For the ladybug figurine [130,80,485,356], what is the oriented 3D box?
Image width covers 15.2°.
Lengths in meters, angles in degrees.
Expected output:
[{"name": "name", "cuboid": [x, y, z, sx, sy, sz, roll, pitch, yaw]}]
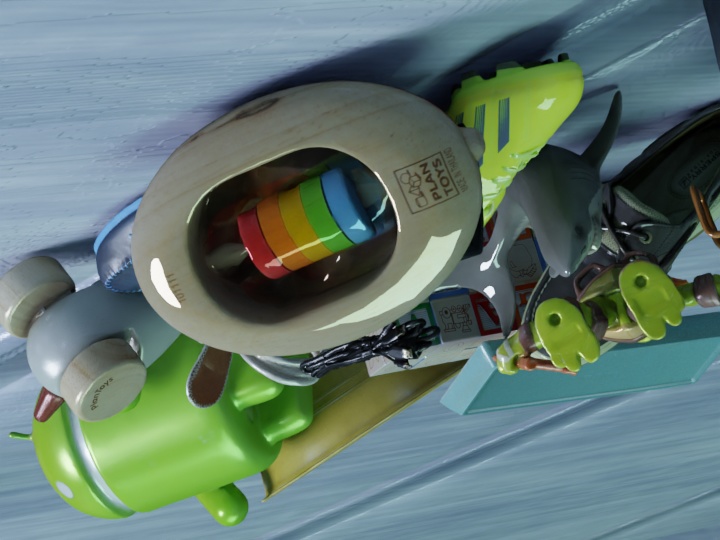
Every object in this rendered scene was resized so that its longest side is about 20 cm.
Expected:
[{"name": "ladybug figurine", "cuboid": [-0.023, -0.032, 1.392, 0.199, 0.137, 0.072, -19, -164, 19]}]

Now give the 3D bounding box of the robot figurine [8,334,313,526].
[{"name": "robot figurine", "cuboid": [-0.131, 0.095, 1.789, 0.199, 0.116, 0.176, -20, 141, 18]}]

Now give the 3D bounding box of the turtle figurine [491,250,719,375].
[{"name": "turtle figurine", "cuboid": [0.161, 0.020, 1.530, 0.198, 0.065, 0.161, -9, 176, 12]}]

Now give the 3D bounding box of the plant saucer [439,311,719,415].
[{"name": "plant saucer", "cuboid": [0.148, 0.060, 1.706, 0.199, 0.019, 0.070, -5, 146, -30]}]

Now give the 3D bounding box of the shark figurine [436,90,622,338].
[{"name": "shark figurine", "cuboid": [0.086, -0.045, 1.587, 0.089, 0.129, 0.214, 18, 166, -11]}]

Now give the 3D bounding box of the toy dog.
[{"name": "toy dog", "cuboid": [-0.126, 0.041, 1.594, 0.198, 0.133, 0.097, 0, 139, -25]}]

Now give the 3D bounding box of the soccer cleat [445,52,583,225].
[{"name": "soccer cleat", "cuboid": [0.062, -0.055, 1.466, 0.064, 0.084, 0.200, -6, 163, -37]}]

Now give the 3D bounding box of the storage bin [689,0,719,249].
[{"name": "storage bin", "cuboid": [0.243, -0.084, 1.457, 0.145, 0.135, 0.200, -19, 166, 13]}]

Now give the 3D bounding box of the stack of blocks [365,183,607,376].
[{"name": "stack of blocks", "cuboid": [0.096, 0.017, 1.746, 0.199, 0.116, 0.059, -9, 166, -26]}]

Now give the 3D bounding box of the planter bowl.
[{"name": "planter bowl", "cuboid": [-0.007, 0.073, 1.869, 0.200, 0.084, 0.200, -34, 177, -2]}]

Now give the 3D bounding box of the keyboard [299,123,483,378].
[{"name": "keyboard", "cuboid": [0.000, 0.000, 1.473, 0.020, 0.128, 0.199, 14, 162, -35]}]

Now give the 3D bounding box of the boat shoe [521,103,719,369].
[{"name": "boat shoe", "cuboid": [0.167, -0.028, 1.644, 0.201, 0.072, 0.066, -45, 153, -16]}]

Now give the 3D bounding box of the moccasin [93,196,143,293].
[{"name": "moccasin", "cuboid": [-0.070, -0.021, 1.480, 0.199, 0.069, 0.080, -27, 163, 38]}]
